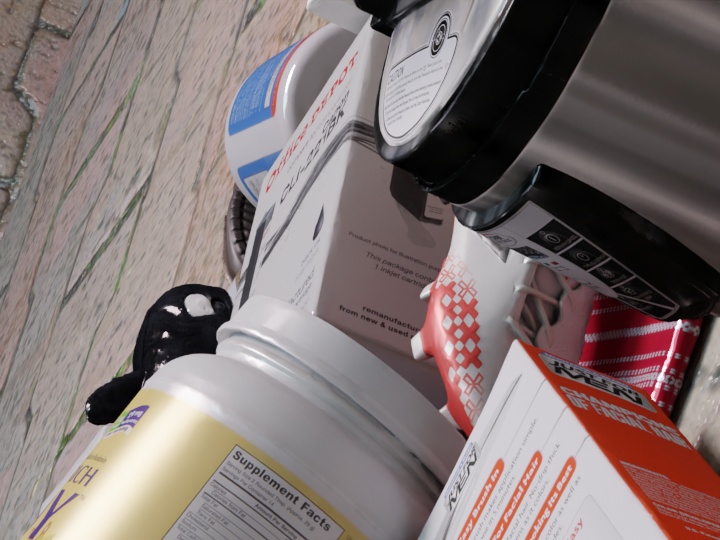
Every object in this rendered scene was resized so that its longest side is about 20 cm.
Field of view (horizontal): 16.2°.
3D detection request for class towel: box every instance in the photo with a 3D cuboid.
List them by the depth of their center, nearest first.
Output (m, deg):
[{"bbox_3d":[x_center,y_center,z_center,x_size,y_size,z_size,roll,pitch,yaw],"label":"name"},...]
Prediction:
[{"bbox_3d":[0.084,0.078,1.033,0.201,0.022,0.145,-69,14,-8],"label":"towel"}]

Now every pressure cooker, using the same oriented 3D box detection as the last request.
[{"bbox_3d":[0.092,-0.090,0.892,0.176,0.200,0.179,-57,18,35],"label":"pressure cooker"}]

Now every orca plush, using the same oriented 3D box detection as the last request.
[{"bbox_3d":[-0.111,0.088,1.247,0.105,0.071,0.201,-22,50,60],"label":"orca plush"}]

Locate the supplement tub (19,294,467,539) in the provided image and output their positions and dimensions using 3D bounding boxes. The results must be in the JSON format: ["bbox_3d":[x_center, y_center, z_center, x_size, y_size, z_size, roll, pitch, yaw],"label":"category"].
[{"bbox_3d":[-0.057,0.125,0.995,0.200,0.145,0.145,-52,10,-15],"label":"supplement tub"}]

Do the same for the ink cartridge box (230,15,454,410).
[{"bbox_3d":[0.000,0.000,1.197,0.144,0.084,0.200,-54,18,46],"label":"ink cartridge box"}]

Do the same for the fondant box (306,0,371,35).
[{"bbox_3d":[0.058,-0.181,1.286,0.058,0.144,0.200,-52,20,42],"label":"fondant box"}]

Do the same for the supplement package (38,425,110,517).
[{"bbox_3d":[-0.140,0.215,1.476,0.117,0.117,0.200,129,158,-51],"label":"supplement package"}]

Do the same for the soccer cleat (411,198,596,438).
[{"bbox_3d":[0.073,-0.004,1.040,0.085,0.069,0.200,-29,39,31],"label":"soccer cleat"}]

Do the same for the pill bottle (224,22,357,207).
[{"bbox_3d":[-0.017,-0.082,1.488,0.113,0.112,0.200,-69,14,-9],"label":"pill bottle"}]

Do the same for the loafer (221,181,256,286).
[{"bbox_3d":[-0.053,-0.030,1.661,0.200,0.073,0.071,-80,7,-58],"label":"loafer"}]

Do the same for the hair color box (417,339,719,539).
[{"bbox_3d":[0.081,0.115,0.860,0.111,0.064,0.200,-64,21,14],"label":"hair color box"}]

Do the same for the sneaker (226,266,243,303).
[{"bbox_3d":[-0.056,0.093,1.303,0.109,0.070,0.200,-55,25,24],"label":"sneaker"}]
